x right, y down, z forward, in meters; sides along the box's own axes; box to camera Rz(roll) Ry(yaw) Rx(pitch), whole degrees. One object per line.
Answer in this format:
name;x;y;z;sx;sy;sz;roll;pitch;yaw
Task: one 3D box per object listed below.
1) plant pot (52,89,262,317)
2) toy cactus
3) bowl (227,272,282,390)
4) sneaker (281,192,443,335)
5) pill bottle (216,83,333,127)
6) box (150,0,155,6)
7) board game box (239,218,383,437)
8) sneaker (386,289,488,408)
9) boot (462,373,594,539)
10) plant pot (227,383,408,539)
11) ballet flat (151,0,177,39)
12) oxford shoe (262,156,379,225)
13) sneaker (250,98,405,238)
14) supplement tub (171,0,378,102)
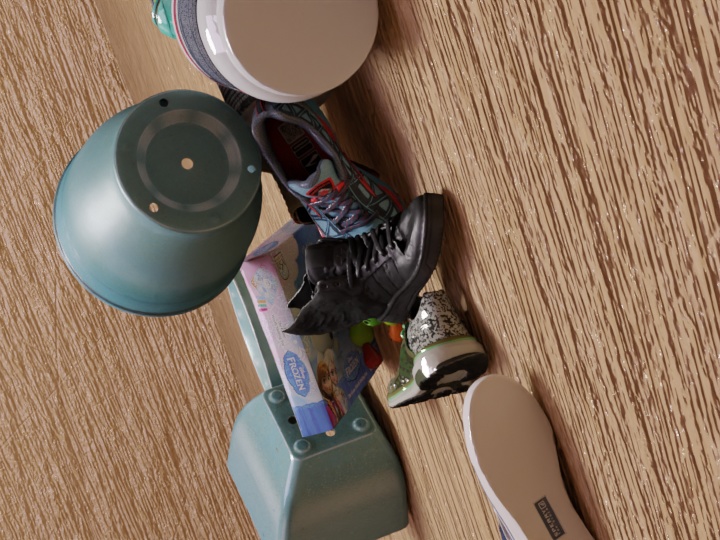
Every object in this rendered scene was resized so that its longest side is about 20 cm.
plant pot;-0.178;-0.073;1.238;0.201;0.199;0.188;66;157;5
toy cactus;-0.016;-0.002;1.366;0.200;0.102;0.166;69;-178;-52
bowl;-0.105;0.075;1.809;0.201;0.105;0.202;161;90;-79
sneaker;0.000;-0.003;1.129;0.200;0.104;0.060;112;165;-55
pill bottle;-0.110;-0.242;1.275;0.106;0.106;0.201;111;136;-73
box;-0.252;-0.418;1.668;0.064;0.070;0.201;36;147;64
board game box;-0.049;0.049;1.449;0.200;0.043;0.200;69;-159;-12
sneaker;0.063;0.068;1.196;0.200;0.076;0.089;125;134;-69
boot;0.126;0.180;1.073;0.201;0.072;0.090;67;162;-2
plant pot;-0.054;0.239;1.729;0.201;0.195;0.197;95;152;-49
ballet flat;-0.120;-0.297;1.200;0.070;0.201;0.067;21;176;16
oxford shoe;-0.064;-0.086;1.291;0.200;0.070;0.075;24;97;53
sneaker;-0.032;-0.070;1.166;0.200;0.079;0.096;48;-165;-4
supplement tub;-0.073;-0.212;1.083;0.200;0.140;0.141;-145;35;-69
